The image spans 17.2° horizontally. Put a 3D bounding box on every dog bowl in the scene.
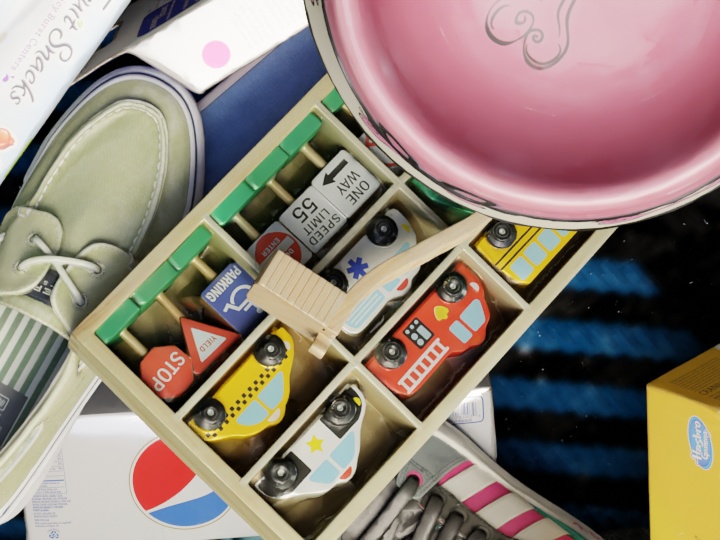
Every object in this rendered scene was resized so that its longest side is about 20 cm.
[{"bbox_3d":[0.074,-0.107,0.824,0.199,0.074,0.201,1,102,4],"label":"dog bowl"}]

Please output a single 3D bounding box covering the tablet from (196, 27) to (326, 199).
[{"bbox_3d":[-0.014,-0.027,0.961,0.200,0.014,0.130,-40,89,-1],"label":"tablet"}]

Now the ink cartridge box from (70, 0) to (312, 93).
[{"bbox_3d":[-0.023,-0.120,0.917,0.199,0.095,0.037,-28,107,9],"label":"ink cartridge box"}]

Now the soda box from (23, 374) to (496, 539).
[{"bbox_3d":[-0.043,0.070,1.008,0.199,0.068,0.064,-3,112,-1],"label":"soda box"}]

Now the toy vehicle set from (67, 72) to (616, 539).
[{"bbox_3d":[0.000,0.000,0.913,0.124,0.027,0.200,43,73,1],"label":"toy vehicle set"}]

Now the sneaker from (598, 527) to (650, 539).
[{"bbox_3d":[0.092,0.143,1.054,0.199,0.076,0.088,24,95,-16],"label":"sneaker"}]

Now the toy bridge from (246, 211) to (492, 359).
[{"bbox_3d":[0.032,-0.050,0.903,0.067,0.027,0.200,32,72,-4],"label":"toy bridge"}]

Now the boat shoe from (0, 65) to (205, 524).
[{"bbox_3d":[-0.117,0.014,0.924,0.072,0.062,0.201,24,89,1],"label":"boat shoe"}]

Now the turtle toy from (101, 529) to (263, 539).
[{"bbox_3d":[-0.092,0.164,1.025,0.199,0.101,0.146,-3,137,-1],"label":"turtle toy"}]

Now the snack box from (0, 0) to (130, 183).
[{"bbox_3d":[-0.112,-0.121,0.888,0.053,0.142,0.200,34,106,-16],"label":"snack box"}]

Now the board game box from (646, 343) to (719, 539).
[{"bbox_3d":[0.185,0.117,1.004,0.153,0.040,0.201,-23,119,-39],"label":"board game box"}]

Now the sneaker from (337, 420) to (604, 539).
[{"bbox_3d":[0.040,0.125,0.929,0.200,0.121,0.084,29,104,-20],"label":"sneaker"}]
